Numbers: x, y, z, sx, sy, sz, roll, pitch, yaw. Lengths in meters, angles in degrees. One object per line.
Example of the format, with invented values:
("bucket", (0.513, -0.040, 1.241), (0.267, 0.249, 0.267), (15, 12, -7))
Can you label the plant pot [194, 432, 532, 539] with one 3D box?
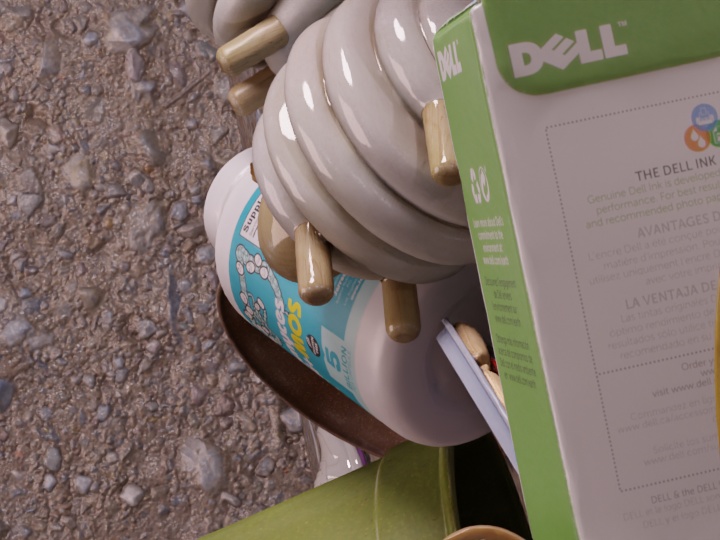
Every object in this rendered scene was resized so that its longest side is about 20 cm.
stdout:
("plant pot", (-0.007, 0.193, 0.975), (0.200, 0.190, 0.200), (-16, -90, -77))

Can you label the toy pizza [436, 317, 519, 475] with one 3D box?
("toy pizza", (0.094, 0.101, 0.748), (0.200, 0.032, 0.200), (58, -179, -2))

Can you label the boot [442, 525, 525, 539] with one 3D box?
("boot", (0.082, 0.167, 0.765), (0.200, 0.077, 0.155), (50, -174, -16))

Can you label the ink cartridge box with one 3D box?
("ink cartridge box", (0.081, -0.029, 0.455), (0.059, 0.104, 0.200), (-177, 74, -82))

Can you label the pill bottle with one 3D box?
("pill bottle", (0.000, 0.000, 0.895), (0.200, 0.111, 0.111), (33, 140, 48))

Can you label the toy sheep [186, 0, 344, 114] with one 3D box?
("toy sheep", (-0.033, -0.157, 0.914), (0.200, 0.138, 0.138), (56, 168, 14))

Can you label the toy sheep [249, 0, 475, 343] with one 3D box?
("toy sheep", (0.025, -0.058, 0.748), (0.200, 0.138, 0.138), (-37, 55, 34))

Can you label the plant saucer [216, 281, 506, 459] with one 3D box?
("plant saucer", (0.008, 0.048, 1.063), (0.037, 0.200, 0.200), (-57, -20, -30))

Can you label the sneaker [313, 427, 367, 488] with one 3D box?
("sneaker", (-0.032, 0.256, 1.927), (0.075, 0.100, 0.200), (86, 171, -63))

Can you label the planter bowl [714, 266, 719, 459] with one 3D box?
("planter bowl", (0.132, 0.061, 0.282), (0.200, 0.083, 0.200), (168, 90, -83))
